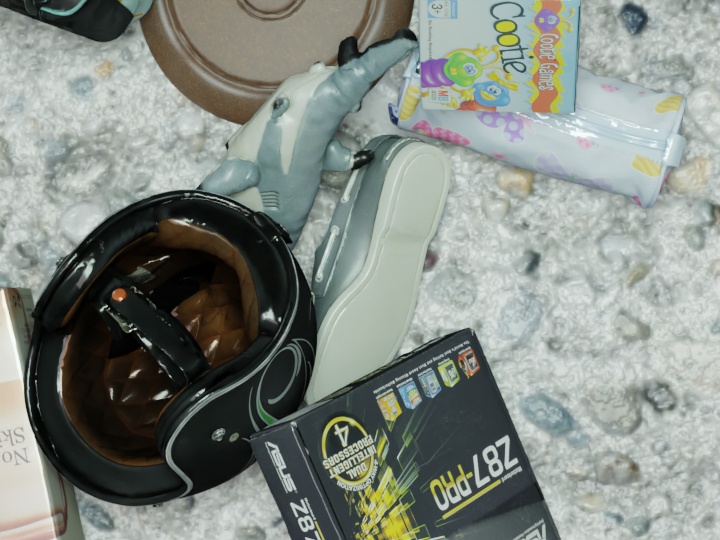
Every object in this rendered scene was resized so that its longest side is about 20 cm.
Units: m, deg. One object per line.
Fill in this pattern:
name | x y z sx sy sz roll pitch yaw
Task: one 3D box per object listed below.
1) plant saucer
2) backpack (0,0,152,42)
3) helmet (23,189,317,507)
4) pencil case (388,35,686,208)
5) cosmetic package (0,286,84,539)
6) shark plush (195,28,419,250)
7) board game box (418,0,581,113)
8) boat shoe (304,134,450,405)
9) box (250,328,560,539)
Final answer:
plant saucer | -0.061 -0.201 1.568 0.198 0.034 0.202 0 89 4
backpack | -0.201 -0.270 1.512 0.175 0.153 0.202 21 94 19
helmet | -0.125 0.056 1.491 0.198 0.191 0.202 4 62 -8
pencil case | 0.122 -0.110 1.525 0.198 0.091 0.084 19 76 3
cosmetic package | -0.261 0.119 1.548 0.102 0.087 0.202 -14 88 3
shark plush | -0.026 -0.095 1.526 0.083 0.091 0.200 40 109 -8
board game box | 0.094 -0.212 1.472 0.102 0.105 0.201 2 50 4
boat shoe | 0.000 0.000 1.558 0.062 0.072 0.202 29 101 46
box | 0.033 0.145 1.476 0.049 0.199 0.162 -20 93 42
